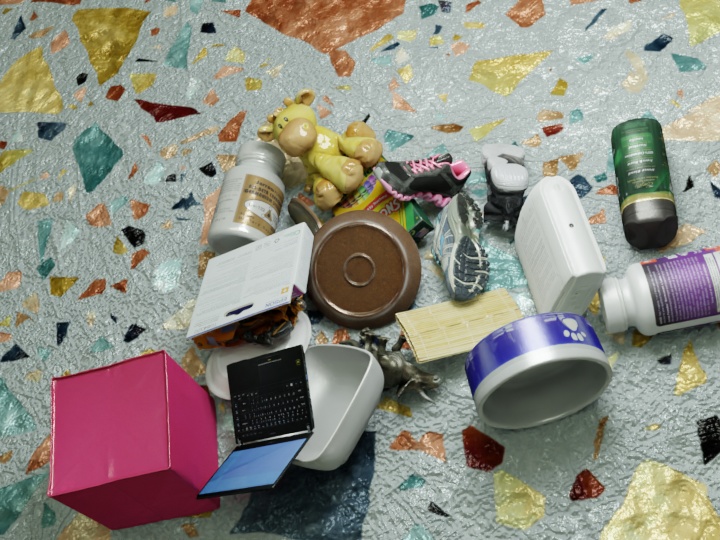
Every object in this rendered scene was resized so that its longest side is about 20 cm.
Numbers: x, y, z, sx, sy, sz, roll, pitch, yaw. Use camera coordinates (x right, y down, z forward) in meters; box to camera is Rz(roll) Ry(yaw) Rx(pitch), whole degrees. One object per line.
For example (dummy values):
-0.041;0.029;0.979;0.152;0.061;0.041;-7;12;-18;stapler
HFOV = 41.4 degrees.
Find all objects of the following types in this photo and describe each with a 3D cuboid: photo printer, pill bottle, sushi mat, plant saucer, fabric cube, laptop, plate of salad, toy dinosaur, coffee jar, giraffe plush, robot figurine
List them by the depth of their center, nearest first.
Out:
-0.164;0.224;1.411;0.177;0.103;0.201;-18;76;39;laptop
0.462;0.035;1.428;0.199;0.112;0.112;-12;59;9;pill bottle
-0.348;0.269;1.478;0.199;0.199;0.197;-14;59;9;fabric cube
0.303;-0.034;1.484;0.069;0.167;0.200;-6;57;-12;photo printer
0.163;0.086;1.501;0.199;0.012;0.096;-12;54;-18;sushi mat
0.027;0.149;1.508;0.200;0.077;0.103;8;96;34;toy dinosaur
0.455;-0.138;1.532;0.085;0.104;0.201;-8;59;15;coffee jar
0.000;0.000;1.570;0.200;0.034;0.201;0;93;9;plant saucer
-0.166;0.139;1.580;0.200;0.048;0.200;-20;37;16;plate of salad
-0.182;0.070;1.581;0.199;0.058;0.145;-14;37;25;robot figurine
-0.082;-0.225;1.658;0.173;0.162;0.200;-51;29;-3;giraffe plush
-0.196;-0.126;1.706;0.114;0.114;0.201;3;62;17;pill bottle

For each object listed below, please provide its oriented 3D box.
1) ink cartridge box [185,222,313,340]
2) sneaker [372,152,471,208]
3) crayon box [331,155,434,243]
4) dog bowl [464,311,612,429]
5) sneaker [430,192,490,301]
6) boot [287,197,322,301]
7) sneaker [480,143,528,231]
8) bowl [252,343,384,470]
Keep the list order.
-0.175;0.026;1.541;0.196;0.043;0.200;-19;37;21;ink cartridge box
0.108;-0.164;1.589;0.095;0.200;0.079;-51;53;30;sneaker
0.024;-0.109;1.651;0.127;0.051;0.200;-42;56;14;crayon box
0.254;0.147;1.373;0.199;0.200;0.079;-18;55;5;dog bowl
0.159;-0.027;1.573;0.086;0.077;0.200;-36;38;43;sneaker
-0.097;-0.038;1.652;0.097;0.075;0.200;-34;60;-8;boot
0.238;-0.141;1.613;0.075;0.114;0.200;4;26;1;sneaker
-0.055;0.215;1.465;0.199;0.075;0.200;2;56;52;bowl
